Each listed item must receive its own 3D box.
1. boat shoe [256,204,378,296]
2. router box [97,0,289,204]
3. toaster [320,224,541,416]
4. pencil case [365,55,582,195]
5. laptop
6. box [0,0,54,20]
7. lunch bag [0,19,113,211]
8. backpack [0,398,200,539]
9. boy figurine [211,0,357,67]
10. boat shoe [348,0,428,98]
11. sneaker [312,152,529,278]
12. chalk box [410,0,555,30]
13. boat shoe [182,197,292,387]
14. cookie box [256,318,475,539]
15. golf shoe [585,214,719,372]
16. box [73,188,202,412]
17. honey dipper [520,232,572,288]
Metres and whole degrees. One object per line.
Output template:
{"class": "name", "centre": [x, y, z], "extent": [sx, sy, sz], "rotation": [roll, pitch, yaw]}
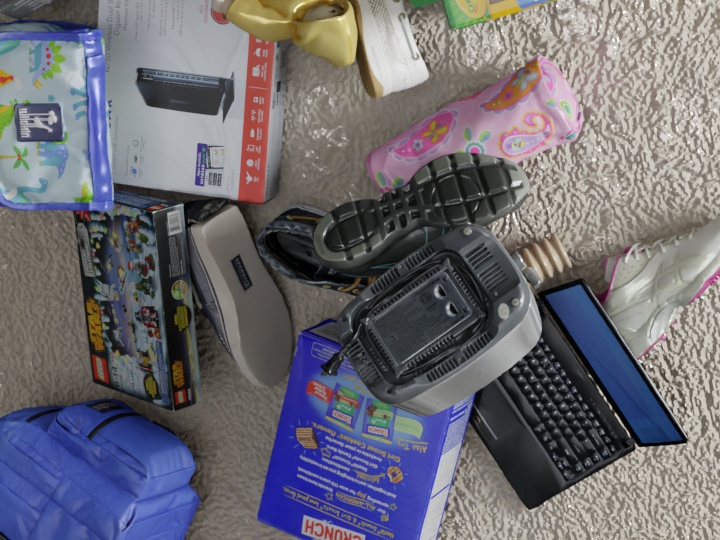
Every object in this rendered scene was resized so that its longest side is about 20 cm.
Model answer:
{"class": "boat shoe", "centre": [0.000, 0.000, 1.744], "extent": [0.200, 0.091, 0.071], "rotation": [20, 107, 10]}
{"class": "router box", "centre": [-0.162, -0.174, 1.773], "extent": [0.179, 0.049, 0.201], "rotation": [8, 104, 14]}
{"class": "toaster", "centre": [0.069, 0.055, 1.639], "extent": [0.200, 0.129, 0.114], "rotation": [-37, 68, 6]}
{"class": "pencil case", "centre": [0.103, -0.116, 1.693], "extent": [0.200, 0.087, 0.088], "rotation": [-29, 93, 20]}
{"class": "laptop", "centre": [0.179, 0.119, 1.713], "extent": [0.200, 0.103, 0.177], "rotation": [-33, 92, 21]}
{"class": "box", "centre": [-0.277, -0.351, 1.737], "extent": [0.200, 0.050, 0.158], "rotation": [-26, 80, 15]}
{"class": "lunch bag", "centre": [-0.303, -0.147, 1.746], "extent": [0.200, 0.127, 0.171], "rotation": [10, 109, 43]}
{"class": "backpack", "centre": [-0.274, 0.208, 1.839], "extent": [0.200, 0.162, 0.168], "rotation": [28, 100, 21]}
{"class": "boy figurine", "centre": [-0.071, -0.250, 1.664], "extent": [0.200, 0.124, 0.065], "rotation": [52, 155, 36]}
{"class": "boat shoe", "centre": [0.017, -0.261, 1.699], "extent": [0.069, 0.071, 0.201], "rotation": [-13, 91, -8]}
{"class": "sneaker", "centre": [0.056, -0.046, 1.664], "extent": [0.200, 0.079, 0.076], "rotation": [-18, 63, 6]}
{"class": "chalk box", "centre": [0.125, -0.287, 1.626], "extent": [0.200, 0.124, 0.125], "rotation": [-16, 97, 18]}
{"class": "boat shoe", "centre": [-0.136, 0.019, 1.808], "extent": [0.093, 0.075, 0.200], "rotation": [4, 119, 46]}
{"class": "cookie box", "centre": [0.005, 0.171, 1.778], "extent": [0.171, 0.075, 0.200], "rotation": [20, 107, 22]}
{"class": "golf shoe", "centre": [0.273, 0.001, 1.679], "extent": [0.092, 0.075, 0.200], "rotation": [44, 109, 6]}
{"class": "box", "centre": [-0.217, 0.025, 1.798], "extent": [0.137, 0.040, 0.201], "rotation": [13, 114, 47]}
{"class": "honey dipper", "centre": [0.101, 0.027, 1.723], "extent": [0.200, 0.038, 0.038], "rotation": [-28, 94, 3]}
